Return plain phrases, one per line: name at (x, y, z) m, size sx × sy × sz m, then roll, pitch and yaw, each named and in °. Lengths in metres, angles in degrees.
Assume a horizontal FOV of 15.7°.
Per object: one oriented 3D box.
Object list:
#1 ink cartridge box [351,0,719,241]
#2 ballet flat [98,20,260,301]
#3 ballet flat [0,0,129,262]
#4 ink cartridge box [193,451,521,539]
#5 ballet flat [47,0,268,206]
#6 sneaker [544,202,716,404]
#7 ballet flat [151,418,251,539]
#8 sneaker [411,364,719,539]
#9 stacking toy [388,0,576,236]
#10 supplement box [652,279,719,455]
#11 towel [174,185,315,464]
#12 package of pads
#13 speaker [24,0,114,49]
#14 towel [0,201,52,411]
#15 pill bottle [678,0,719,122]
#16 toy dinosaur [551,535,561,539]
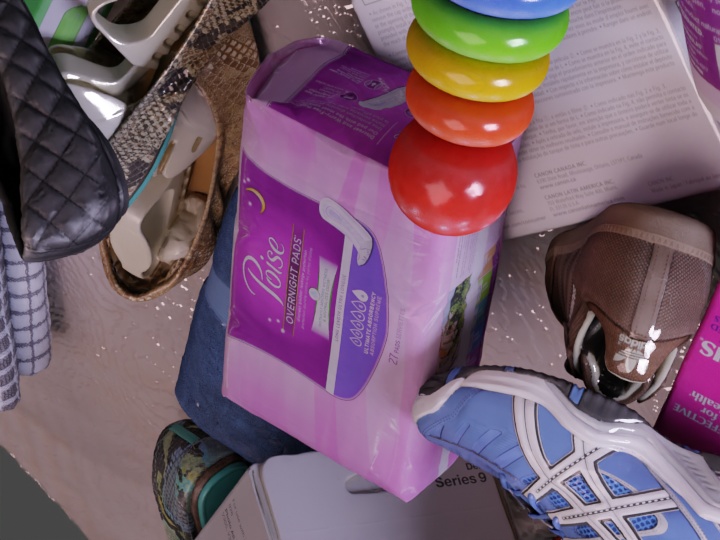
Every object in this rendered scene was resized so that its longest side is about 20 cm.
ink cartridge box at (0.076, -0.118, 1.154) m, size 0.162 × 0.050 × 0.201 m, roll -13°, pitch 107°, yaw 42°
ballet flat at (-0.093, -0.055, 1.297) m, size 0.070 × 0.065 × 0.201 m, roll 25°, pitch 138°, yaw 13°
ballet flat at (-0.175, -0.093, 1.178) m, size 0.200 × 0.057 × 0.067 m, roll 54°, pitch 143°, yaw 14°
ink cartridge box at (-0.021, 0.176, 1.402) m, size 0.200 × 0.145 × 0.088 m, roll -55°, pitch 48°, yaw 48°
ballet flat at (-0.101, -0.106, 1.203) m, size 0.200 × 0.075 × 0.068 m, roll -50°, pitch 50°, yaw 27°
sneaker at (0.110, 0.024, 1.170) m, size 0.070 × 0.076 × 0.200 m, roll 18°, pitch 169°, yaw 3°
ballet flat at (-0.083, 0.161, 1.512) m, size 0.074 × 0.074 × 0.201 m, roll 16°, pitch 134°, yaw 21°
sneaker at (0.107, 0.103, 1.141) m, size 0.199 × 0.077 × 0.076 m, roll 24°, pitch 168°, yaw 18°
stacking toy at (0.052, -0.103, 1.041) m, size 0.085 × 0.085 × 0.201 m, roll 22°, pitch 127°, yaw 14°
supplement box at (0.208, 0.015, 1.138) m, size 0.101 × 0.104 × 0.201 m, roll 26°, pitch 141°, yaw 9°
towel at (-0.034, 0.031, 1.355) m, size 0.111 × 0.049 × 0.200 m, roll 29°, pitch 140°, yaw 7°
package of pads at (0.000, 0.000, 1.209) m, size 0.120 × 0.076 × 0.201 m, roll 26°, pitch 135°, yaw 21°
speaker at (-0.146, -0.154, 1.222) m, size 0.088 × 0.089 × 0.200 m, roll 35°, pitch 140°, yaw -1°
towel at (-0.273, -0.017, 1.439) m, size 0.199 × 0.086 × 0.166 m, roll 17°, pitch 136°, yaw 20°
pill bottle at (0.168, -0.156, 0.991) m, size 0.112 × 0.112 × 0.201 m, roll 7°, pitch 132°, yaw 28°
toy dinosaur at (0.121, 0.155, 1.347) m, size 0.199 × 0.105 × 0.182 m, roll 28°, pitch 122°, yaw 23°
